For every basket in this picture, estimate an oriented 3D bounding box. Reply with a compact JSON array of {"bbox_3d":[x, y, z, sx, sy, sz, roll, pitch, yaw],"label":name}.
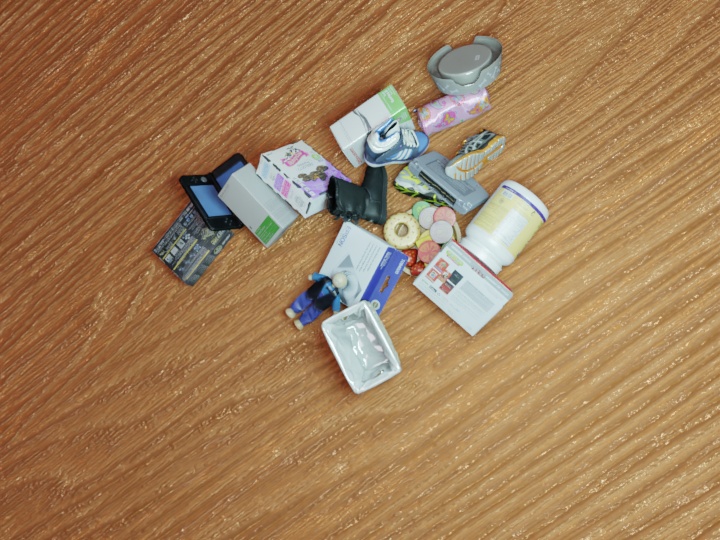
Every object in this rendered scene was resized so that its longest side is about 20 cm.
[{"bbox_3d":[0.008,0.186,1.583,0.135,0.123,0.202,-28,88,9],"label":"basket"}]

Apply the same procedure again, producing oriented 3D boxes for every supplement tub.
[{"bbox_3d":[0.352,-0.105,1.547,0.145,0.145,0.201,40,92,17],"label":"supplement tub"}]

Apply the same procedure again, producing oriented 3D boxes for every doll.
[{"bbox_3d":[-0.106,0.075,1.659,0.200,0.048,0.137,-42,82,24],"label":"doll"}]

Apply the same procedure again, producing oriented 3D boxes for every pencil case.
[{"bbox_3d":[0.247,-0.430,1.664,0.198,0.087,0.088,-23,76,11],"label":"pencil case"}]

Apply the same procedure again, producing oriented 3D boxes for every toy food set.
[{"bbox_3d":[0.170,-0.082,1.642,0.196,0.049,0.202,-25,75,9],"label":"toy food set"}]

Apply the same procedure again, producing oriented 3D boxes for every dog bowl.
[{"bbox_3d":[0.278,-0.536,1.641,0.198,0.059,0.202,-14,45,14],"label":"dog bowl"}]

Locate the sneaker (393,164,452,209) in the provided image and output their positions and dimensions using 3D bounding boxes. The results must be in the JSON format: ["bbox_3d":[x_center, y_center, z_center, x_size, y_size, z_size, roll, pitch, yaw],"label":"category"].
[{"bbox_3d":[0.187,-0.222,1.649,0.198,0.075,0.077,24,81,13],"label":"sneaker"}]

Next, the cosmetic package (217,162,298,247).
[{"bbox_3d":[-0.280,-0.178,1.709,0.200,0.085,0.108,45,134,-2],"label":"cosmetic package"}]

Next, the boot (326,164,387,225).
[{"bbox_3d":[-0.011,-0.214,1.645,0.073,0.161,0.201,-29,57,53],"label":"boot"}]

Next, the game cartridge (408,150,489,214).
[{"bbox_3d":[0.231,-0.230,1.613,0.200,0.133,0.041,43,136,18],"label":"game cartridge"}]

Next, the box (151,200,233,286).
[{"bbox_3d":[-0.488,-0.083,1.816,0.161,0.049,0.201,39,92,19],"label":"box"}]

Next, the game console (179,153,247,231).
[{"bbox_3d":[-0.386,-0.228,1.782,0.116,0.175,0.201,-46,70,33],"label":"game console"}]

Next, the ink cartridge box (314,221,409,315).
[{"bbox_3d":[0.000,0.000,1.655,0.199,0.041,0.201,31,103,18],"label":"ink cartridge box"}]

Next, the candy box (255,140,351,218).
[{"bbox_3d":[-0.154,-0.252,1.693,0.200,0.167,0.072,41,133,16],"label":"candy box"}]

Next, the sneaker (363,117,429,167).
[{"bbox_3d":[0.106,-0.343,1.622,0.198,0.147,0.081,-19,74,-16],"label":"sneaker"}]

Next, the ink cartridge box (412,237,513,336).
[{"bbox_3d":[0.259,0.028,1.516,0.200,0.084,0.176,42,132,4],"label":"ink cartridge box"}]

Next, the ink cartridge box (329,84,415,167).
[{"bbox_3d":[0.034,-0.383,1.678,0.199,0.145,0.085,-32,74,7],"label":"ink cartridge box"}]

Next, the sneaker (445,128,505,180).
[{"bbox_3d":[0.286,-0.302,1.617,0.199,0.079,0.077,-33,58,-26],"label":"sneaker"}]
